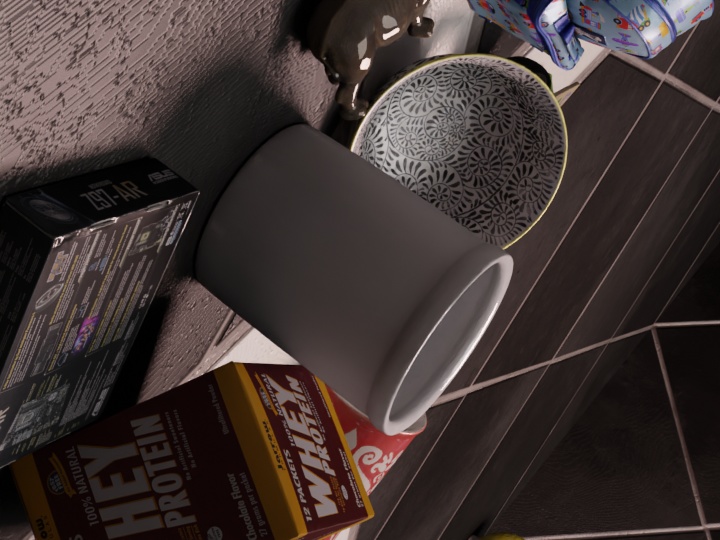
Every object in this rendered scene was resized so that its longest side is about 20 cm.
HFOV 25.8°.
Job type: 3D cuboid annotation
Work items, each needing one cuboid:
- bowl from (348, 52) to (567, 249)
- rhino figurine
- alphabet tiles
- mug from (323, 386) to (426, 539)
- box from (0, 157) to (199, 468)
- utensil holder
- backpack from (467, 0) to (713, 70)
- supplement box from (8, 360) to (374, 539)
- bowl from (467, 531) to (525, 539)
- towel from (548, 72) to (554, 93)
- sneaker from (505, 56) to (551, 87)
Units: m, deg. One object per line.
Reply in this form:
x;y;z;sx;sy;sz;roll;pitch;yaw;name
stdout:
0.072;-0.113;1.367;0.198;0.094;0.203;-8;123;-12;bowl
0.028;-0.213;1.163;0.201;0.059;0.088;-54;154;-18;rhino figurine
0.124;-0.097;1.513;0.200;0.008;0.167;-49;172;27;alphabet tiles
-0.026;0.203;1.709;0.201;0.133;0.177;-57;162;20;mug
-0.198;0.033;1.026;0.160;0.043;0.201;-26;147;-59;box
-0.008;0.004;1.237;0.170;0.199;0.170;-49;163;-21;utensil holder
0.192;-0.245;1.318;0.135;0.199;0.183;-55;165;-1;backpack
-0.123;0.169;1.204;0.196;0.134;0.200;-25;169;13;supplement box
0.268;0.645;3.446;0.200;0.107;0.201;-49;163;-20;bowl
0.163;-0.110;1.733;0.150;0.030;0.201;-88;-160;-62;towel
0.106;-0.124;1.566;0.200;0.075;0.116;-43;169;-16;sneaker
